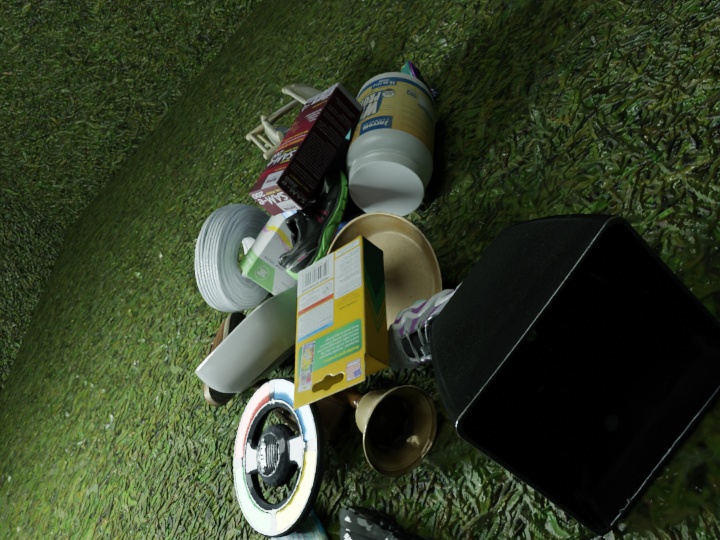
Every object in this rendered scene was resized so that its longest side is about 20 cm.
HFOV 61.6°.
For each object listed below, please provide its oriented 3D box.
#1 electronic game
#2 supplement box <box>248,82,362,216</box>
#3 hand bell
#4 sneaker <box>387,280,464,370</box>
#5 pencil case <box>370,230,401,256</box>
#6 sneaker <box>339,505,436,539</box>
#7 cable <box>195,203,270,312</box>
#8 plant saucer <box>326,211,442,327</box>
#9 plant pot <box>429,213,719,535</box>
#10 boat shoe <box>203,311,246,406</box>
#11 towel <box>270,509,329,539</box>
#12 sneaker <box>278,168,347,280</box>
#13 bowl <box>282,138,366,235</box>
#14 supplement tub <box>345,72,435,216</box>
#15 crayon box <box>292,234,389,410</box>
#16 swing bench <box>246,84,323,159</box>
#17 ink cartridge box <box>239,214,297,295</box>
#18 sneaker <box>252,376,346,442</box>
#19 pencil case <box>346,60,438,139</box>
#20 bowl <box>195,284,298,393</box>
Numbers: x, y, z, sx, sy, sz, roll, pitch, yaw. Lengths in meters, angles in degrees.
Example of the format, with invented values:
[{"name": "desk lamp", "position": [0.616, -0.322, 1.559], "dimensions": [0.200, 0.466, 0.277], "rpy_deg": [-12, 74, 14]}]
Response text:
[{"name": "electronic game", "position": [-0.114, 0.249, 0.816], "dimensions": [0.197, 0.041, 0.207], "rpy_deg": [-18, 66, 44]}, {"name": "supplement box", "position": [-0.086, -0.189, 0.953], "dimensions": [0.108, 0.060, 0.204], "rpy_deg": [-5, 53, 56]}, {"name": "hand bell", "position": [0.001, 0.170, 0.772], "dimensions": [0.106, 0.103, 0.198], "rpy_deg": [-60, 29, -9]}, {"name": "sneaker", "position": [0.084, 0.076, 0.704], "dimensions": [0.198, 0.079, 0.140], "rpy_deg": [-38, 0, 27]}, {"name": "pencil case", "position": [0.000, 0.000, 0.931], "dimensions": [0.198, 0.082, 0.088], "rpy_deg": [-32, 39, 31]}, {"name": "sneaker", "position": [0.039, 0.312, 0.633], "dimensions": [0.198, 0.074, 0.082], "rpy_deg": [-6, 67, 59]}, {"name": "cable", "position": [-0.228, -0.022, 1.148], "dimensions": [0.067, 0.199, 0.207], "rpy_deg": [3, 80, 27]}, {"name": "plant saucer", "position": [0.033, 0.022, 0.840], "dimensions": [0.195, 0.035, 0.208], "rpy_deg": [3, 95, 34]}, {"name": "plant pot", "position": [0.174, 0.070, 0.556], "dimensions": [0.202, 0.198, 0.177], "rpy_deg": [-52, 23, 3]}, {"name": "boat shoe", "position": [-0.253, 0.174, 1.129], "dimensions": [0.067, 0.071, 0.203], "rpy_deg": [-36, 28, 32]}, {"name": "towel", "position": [-0.077, 0.398, 0.738], "dimensions": [0.148, 0.021, 0.200], "rpy_deg": [-55, 33, 4]}, {"name": "sneaker", "position": [-0.071, -0.081, 0.934], "dimensions": [0.077, 0.082, 0.205], "rpy_deg": [117, 173, -61]}, {"name": "bowl", "position": [-0.054, -0.150, 1.041], "dimensions": [0.040, 0.194, 0.206], "rpy_deg": [110, 174, -59]}, {"name": "supplement tub", "position": [0.050, -0.204, 0.986], "dimensions": [0.143, 0.144, 0.205], "rpy_deg": [-25, 43, 37]}, {"name": "crayon box", "position": [-0.026, 0.073, 0.779], "dimensions": [0.124, 0.051, 0.205], "rpy_deg": [-27, 48, 33]}, {"name": "swing bench", "position": [-0.131, -0.316, 1.335], "dimensions": [0.202, 0.129, 0.199], "rpy_deg": [-52, 32, 4]}, {"name": "ink cartridge box", "position": [-0.114, -0.054, 1.092], "dimensions": [0.203, 0.116, 0.067], "rpy_deg": [-55, 29, 1]}, {"name": "sneaker", "position": [-0.088, 0.194, 0.907], "dimensions": [0.076, 0.071, 0.197], "rpy_deg": [-47, 34, -20]}, {"name": "pencil case", "position": [0.046, -0.289, 1.123], "dimensions": [0.198, 0.084, 0.094], "rpy_deg": [-37, 36, 27]}, {"name": "bowl", "position": [-0.149, 0.115, 0.971], "dimensions": [0.199, 0.075, 0.199], "rpy_deg": [-42, -6, 20]}]
